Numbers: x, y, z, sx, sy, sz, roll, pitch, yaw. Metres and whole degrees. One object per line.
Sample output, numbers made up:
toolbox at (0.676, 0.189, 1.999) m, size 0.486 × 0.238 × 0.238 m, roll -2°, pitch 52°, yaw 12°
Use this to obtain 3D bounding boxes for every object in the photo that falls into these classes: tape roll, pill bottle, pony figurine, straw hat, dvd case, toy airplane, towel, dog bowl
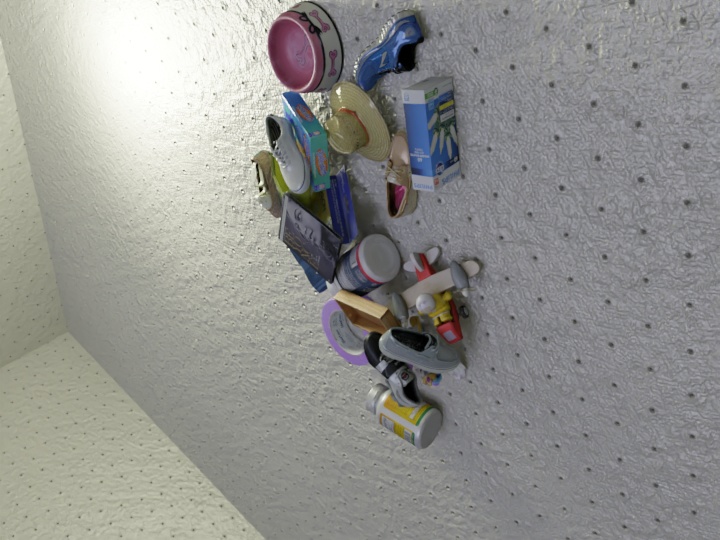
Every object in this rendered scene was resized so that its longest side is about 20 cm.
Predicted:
tape roll at (-0.017, 0.157, 1.784) m, size 0.198 × 0.065 × 0.204 m, roll 27°, pitch 133°, yaw 33°
pill bottle at (0.000, 0.000, 1.619) m, size 0.121 × 0.119 × 0.199 m, roll 57°, pitch 142°, yaw 0°
pony figurine at (0.150, 0.213, 1.568) m, size 0.203 × 0.164 × 0.193 m, roll 66°, pitch -172°, yaw 32°
straw hat at (-0.030, -0.309, 1.440) m, size 0.200 × 0.085 × 0.203 m, roll 40°, pitch 154°, yaw 24°
dvd case at (-0.127, -0.079, 1.580) m, size 0.199 × 0.016 × 0.151 m, roll 40°, pitch 140°, yaw 23°
toy airplane at (0.158, 0.049, 1.461) m, size 0.196 × 0.141 × 0.204 m, roll 21°, pitch 110°, yaw 19°
towel at (-0.136, -0.041, 1.794) m, size 0.202 × 0.048 × 0.111 m, roll 57°, pitch 141°, yaw 1°
pill bottle at (0.113, 0.387, 1.758) m, size 0.197 × 0.112 × 0.115 m, roll 23°, pitch 130°, yaw 35°
dog bowl at (-0.134, -0.497, 1.473) m, size 0.198 × 0.073 × 0.204 m, roll 26°, pitch 131°, yaw 34°

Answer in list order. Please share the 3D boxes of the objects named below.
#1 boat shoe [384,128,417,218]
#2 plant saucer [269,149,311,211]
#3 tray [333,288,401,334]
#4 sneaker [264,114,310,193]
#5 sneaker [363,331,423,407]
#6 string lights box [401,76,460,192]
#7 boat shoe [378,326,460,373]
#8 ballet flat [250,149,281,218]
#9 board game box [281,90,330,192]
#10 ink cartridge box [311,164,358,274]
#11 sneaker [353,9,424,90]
boat shoe at (0.087, -0.206, 1.429) m, size 0.073 × 0.069 × 0.204 m, roll 21°, pitch 129°, yaw 36°
plant saucer at (-0.181, -0.241, 1.622) m, size 0.202 × 0.047 × 0.202 m, roll 95°, pitch 152°, yaw -57°
tray at (0.022, 0.110, 1.543) m, size 0.198 × 0.037 × 0.099 m, roll 18°, pitch 148°, yaw 53°
sneaker at (-0.177, -0.268, 1.491) m, size 0.072 × 0.070 × 0.203 m, roll -34°, pitch 68°, yaw 28°
sneaker at (0.083, 0.223, 1.469) m, size 0.202 × 0.074 × 0.088 m, roll 57°, pitch 155°, yaw -12°
string lights box at (0.143, -0.273, 1.300) m, size 0.058 × 0.102 × 0.204 m, roll 13°, pitch 124°, yaw 39°
boat shoe at (0.141, 0.173, 1.439) m, size 0.196 × 0.071 × 0.072 m, roll 15°, pitch 141°, yaw -15°
ballet flat at (-0.268, -0.231, 1.795) m, size 0.067 × 0.067 × 0.204 m, roll 14°, pitch 125°, yaw 41°
board game box at (-0.130, -0.309, 1.537) m, size 0.154 × 0.044 × 0.202 m, roll 90°, pitch 157°, yaw -47°
ink cartridge box at (-0.078, -0.125, 1.611) m, size 0.200 × 0.046 × 0.202 m, roll 129°, pitch 136°, yaw -53°
sneaker at (0.058, -0.426, 1.312) m, size 0.090 × 0.078 × 0.200 m, roll 56°, pitch 141°, yaw 5°
